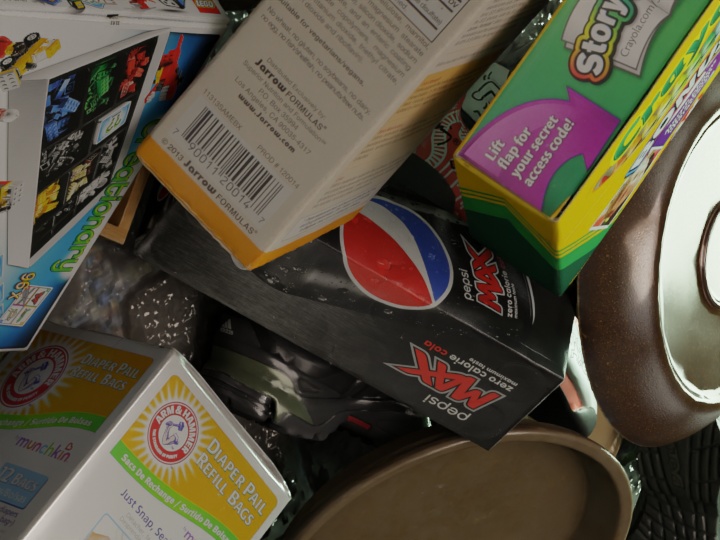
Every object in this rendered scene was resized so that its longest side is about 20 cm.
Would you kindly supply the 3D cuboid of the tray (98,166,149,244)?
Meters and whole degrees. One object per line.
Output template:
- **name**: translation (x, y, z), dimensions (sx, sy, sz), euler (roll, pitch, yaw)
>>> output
- **tray**: translation (-0.166, -0.091, 1.219), dimensions (0.200, 0.037, 0.099), euler (25, 84, -44)

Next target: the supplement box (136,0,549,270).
- **supplement box**: translation (0.012, -0.103, 1.173), dimensions (0.200, 0.074, 0.126), euler (-47, 172, 22)

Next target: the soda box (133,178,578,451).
- **soda box**: translation (0.000, 0.000, 1.304), dimensions (0.199, 0.071, 0.064), euler (29, 44, -15)

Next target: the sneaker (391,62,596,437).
- **sneaker**: translation (0.090, -0.013, 1.454), dimensions (0.108, 0.067, 0.202), euler (-50, 122, -21)

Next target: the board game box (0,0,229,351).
- **board game box**: translation (-0.152, -0.042, 1.168), dimensions (0.126, 0.035, 0.200), euler (0, 137, -43)

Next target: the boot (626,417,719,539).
- **boot**: translation (0.196, 0.119, 1.596), dimensions (0.131, 0.067, 0.201), euler (-48, 151, -51)

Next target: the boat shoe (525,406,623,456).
- **boat shoe**: translation (0.135, 0.031, 1.518), dimensions (0.072, 0.065, 0.201), euler (6, 97, -44)

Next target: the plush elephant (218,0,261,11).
- **plush elephant**: translation (-0.058, -0.183, 1.222), dimensions (0.164, 0.200, 0.155), euler (11, 112, -52)

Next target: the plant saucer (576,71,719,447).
- **plant saucer**: translation (0.168, -0.010, 1.385), dimensions (0.200, 0.032, 0.201), euler (-21, 116, -53)

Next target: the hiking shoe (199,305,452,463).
- **hiking shoe**: translation (0.013, 0.036, 1.395), dimensions (0.199, 0.076, 0.101), euler (11, 96, -44)

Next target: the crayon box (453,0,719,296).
- **crayon box**: translation (0.121, -0.097, 1.225), dimensions (0.200, 0.058, 0.173), euler (-55, 172, -6)

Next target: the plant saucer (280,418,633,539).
- **plant saucer**: translation (0.040, 0.139, 1.416), dimensions (0.199, 0.030, 0.201), euler (-15, 140, -12)

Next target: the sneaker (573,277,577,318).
- **sneaker**: translation (0.142, -0.064, 1.414), dimensions (0.076, 0.075, 0.201), euler (42, 51, -61)

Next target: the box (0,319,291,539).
- **box**: translation (-0.144, 0.131, 1.241), dimensions (0.200, 0.112, 0.101), euler (-51, 125, -21)
